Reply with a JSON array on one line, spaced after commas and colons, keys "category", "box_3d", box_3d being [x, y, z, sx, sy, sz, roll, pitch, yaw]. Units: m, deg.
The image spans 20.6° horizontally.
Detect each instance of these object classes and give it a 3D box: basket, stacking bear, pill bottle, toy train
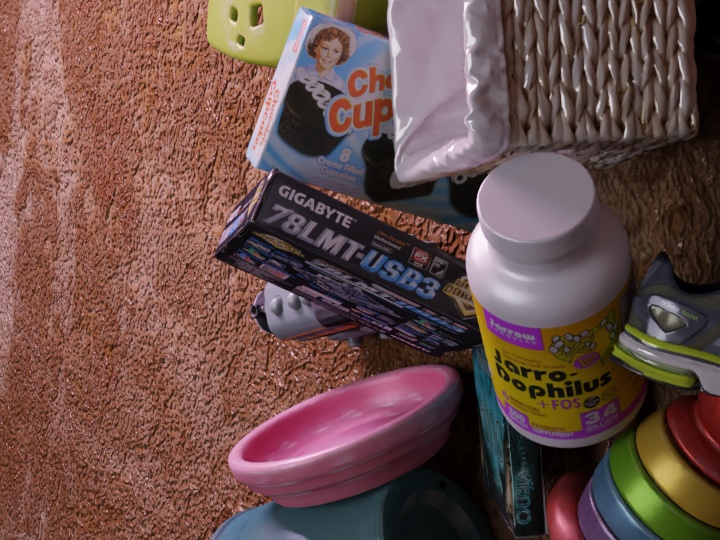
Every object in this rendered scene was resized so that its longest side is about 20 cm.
[{"category": "basket", "box_3d": [0.115, -0.162, 1.303, 0.198, 0.161, 0.200, 163, 106, -76]}, {"category": "stacking bear", "box_3d": [0.224, 0.130, 1.314, 0.121, 0.114, 0.200, 36, 120, 0]}, {"category": "pill bottle", "box_3d": [0.124, 0.018, 1.262, 0.104, 0.104, 0.200, 53, 167, 40]}, {"category": "toy train", "box_3d": [-0.010, 0.019, 1.659, 0.200, 0.114, 0.085, -15, 80, 57]}]

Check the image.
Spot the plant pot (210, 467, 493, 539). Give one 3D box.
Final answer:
[{"category": "plant pot", "box_3d": [0.003, 0.253, 1.607, 0.188, 0.200, 0.200, -33, 65, 38]}]

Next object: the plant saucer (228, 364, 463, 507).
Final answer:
[{"category": "plant saucer", "box_3d": [-0.007, 0.137, 1.603, 0.200, 0.200, 0.051, -5, 109, 57]}]

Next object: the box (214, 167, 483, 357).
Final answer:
[{"category": "box", "box_3d": [0.000, 0.000, 1.464, 0.198, 0.200, 0.050, 146, 148, -76]}]

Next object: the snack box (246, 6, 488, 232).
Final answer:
[{"category": "snack box", "box_3d": [0.030, -0.104, 1.424, 0.116, 0.200, 0.037, -69, 23, 13]}]

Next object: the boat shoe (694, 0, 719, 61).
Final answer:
[{"category": "boat shoe", "box_3d": [0.230, -0.179, 1.312, 0.200, 0.062, 0.073, 37, 124, 50]}]

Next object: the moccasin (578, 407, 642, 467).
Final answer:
[{"category": "moccasin", "box_3d": [0.153, 0.044, 1.440, 0.074, 0.078, 0.202, -22, 74, 57]}]

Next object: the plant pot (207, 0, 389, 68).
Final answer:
[{"category": "plant pot", "box_3d": [0.013, -0.232, 1.494, 0.181, 0.199, 0.200, -134, 50, -57]}]

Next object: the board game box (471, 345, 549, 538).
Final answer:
[{"category": "board game box", "box_3d": [0.109, 0.111, 1.469, 0.200, 0.028, 0.136, -121, 27, -85]}]

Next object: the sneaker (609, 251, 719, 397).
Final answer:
[{"category": "sneaker", "box_3d": [0.256, 0.041, 1.201, 0.074, 0.200, 0.081, -51, -29, -80]}]
